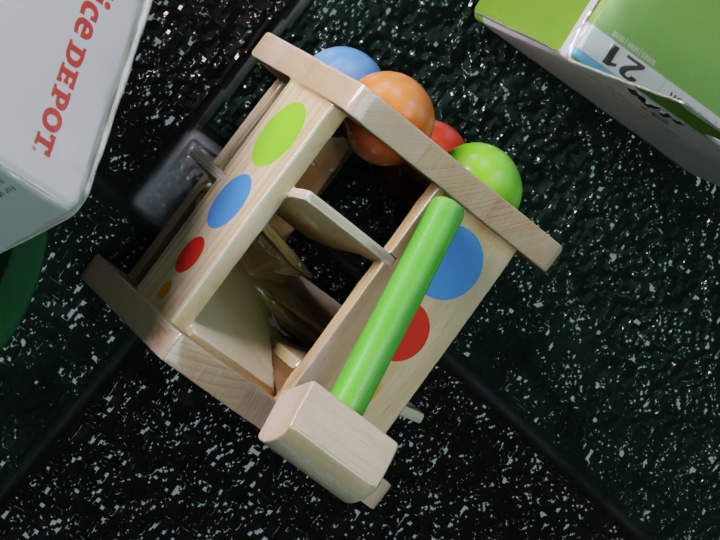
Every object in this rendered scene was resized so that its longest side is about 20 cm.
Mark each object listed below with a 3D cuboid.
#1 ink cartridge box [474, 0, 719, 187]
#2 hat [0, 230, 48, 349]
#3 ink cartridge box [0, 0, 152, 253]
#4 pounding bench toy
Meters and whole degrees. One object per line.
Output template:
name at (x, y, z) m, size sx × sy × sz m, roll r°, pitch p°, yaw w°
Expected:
ink cartridge box at (0.160, -0.086, 1.105) m, size 0.148 × 0.200 × 0.076 m, roll 32°, pitch 91°, yaw -27°
hat at (-0.248, 0.001, 1.064) m, size 0.165 × 0.176 × 0.201 m, roll 37°, pitch 51°, yaw -24°
ink cartridge box at (-0.189, -0.114, 0.983) m, size 0.200 × 0.083 × 0.147 m, roll 34°, pitch 52°, yaw -26°
pounding bench toy at (0.000, 0.000, 1.064) m, size 0.124 × 0.200 × 0.156 m, roll 38°, pitch 89°, yaw -26°
